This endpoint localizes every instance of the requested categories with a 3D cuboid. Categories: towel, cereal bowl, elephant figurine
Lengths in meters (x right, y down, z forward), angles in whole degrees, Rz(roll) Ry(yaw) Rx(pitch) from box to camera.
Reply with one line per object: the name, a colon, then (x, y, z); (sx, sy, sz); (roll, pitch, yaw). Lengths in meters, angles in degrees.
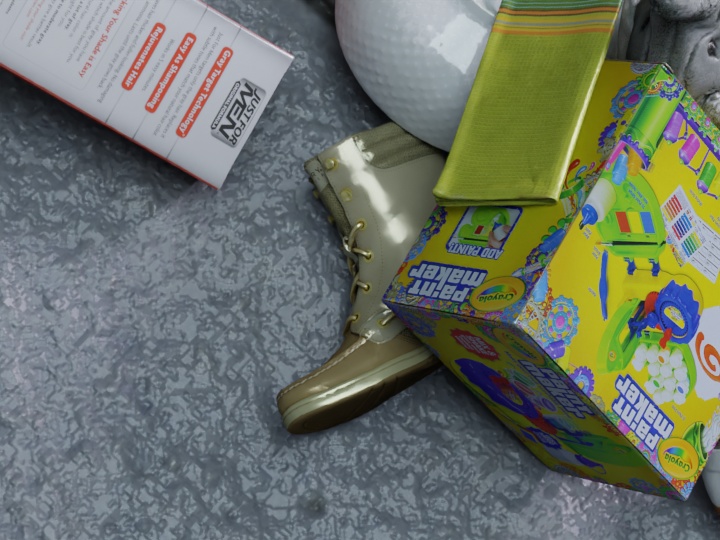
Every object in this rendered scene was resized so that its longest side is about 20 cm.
towel: (0.108, -0.124, 1.610); (0.086, 0.018, 0.200); (-1, 55, 33)
cereal bowl: (0.088, -0.175, 1.722); (0.200, 0.083, 0.200); (10, 57, -15)
elephant figurine: (0.206, -0.141, 1.661); (0.200, 0.141, 0.155); (-46, 114, -47)

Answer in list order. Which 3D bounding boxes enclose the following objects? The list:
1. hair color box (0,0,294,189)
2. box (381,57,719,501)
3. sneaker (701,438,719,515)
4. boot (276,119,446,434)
hair color box: (-0.154, -0.144, 1.668); (0.200, 0.061, 0.102); (30, 89, -18)
box: (0.152, 0.003, 1.638); (0.200, 0.122, 0.193); (46, 66, -37)
sneaker: (0.305, 0.110, 1.724); (0.200, 0.073, 0.085); (-23, 110, -21)
boot: (0.000, 0.000, 1.687); (0.200, 0.073, 0.156); (-32, 83, -20)
